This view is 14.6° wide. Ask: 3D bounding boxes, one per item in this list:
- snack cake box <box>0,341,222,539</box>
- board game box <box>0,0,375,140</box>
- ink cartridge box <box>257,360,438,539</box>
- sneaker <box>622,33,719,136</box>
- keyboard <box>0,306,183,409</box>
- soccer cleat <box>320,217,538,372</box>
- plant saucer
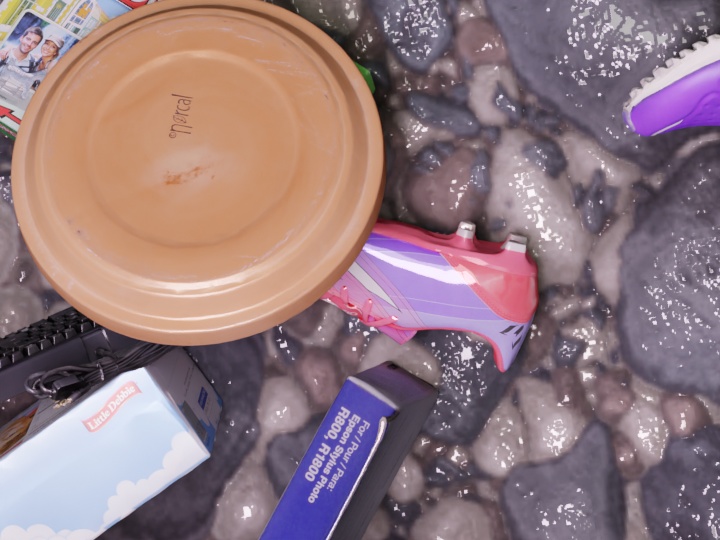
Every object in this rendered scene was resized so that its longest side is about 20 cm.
[{"bbox_3d":[-0.176,0.118,1.545,0.200,0.115,0.067,-35,100,8],"label":"snack cake box"},{"bbox_3d":[-0.111,-0.101,1.536,0.199,0.029,0.135,32,78,17],"label":"board game box"},{"bbox_3d":[-0.031,0.146,1.489,0.040,0.200,0.200,29,95,6],"label":"ink cartridge box"},{"bbox_3d":[0.243,-0.095,1.508,0.199,0.070,0.100,-21,92,9],"label":"sneaker"},{"bbox_3d":[-0.146,0.037,1.495,0.199,0.127,0.021,-25,112,-32],"label":"keyboard"},{"bbox_3d":[0.000,0.000,1.549,0.199,0.067,0.077,12,97,4],"label":"soccer cleat"},{"bbox_3d":[-0.086,-0.058,1.477,0.199,0.032,0.201,-2,65,4],"label":"plant saucer"}]
